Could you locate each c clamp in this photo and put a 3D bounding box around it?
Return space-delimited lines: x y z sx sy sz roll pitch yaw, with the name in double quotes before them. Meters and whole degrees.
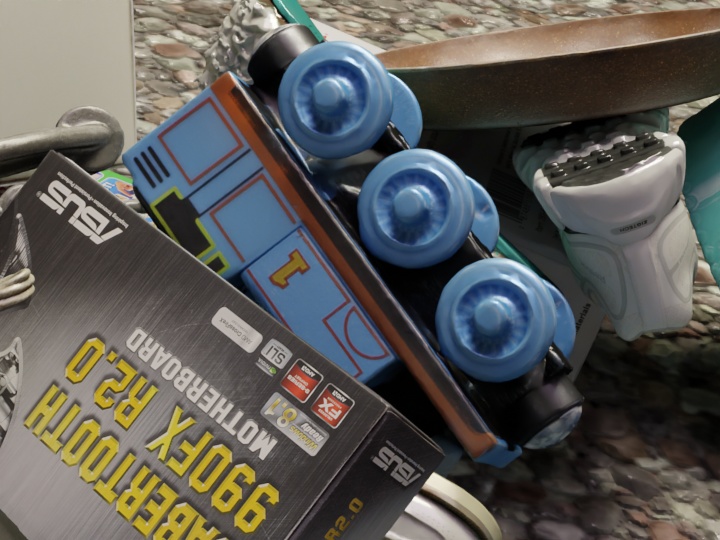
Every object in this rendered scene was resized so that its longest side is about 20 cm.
"c clamp" -0.153 -0.034 0.862 0.170 0.027 0.200 -15 -5 -18

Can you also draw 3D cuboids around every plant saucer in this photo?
"plant saucer" 0.094 -0.092 0.946 0.199 0.035 0.200 -7 9 1

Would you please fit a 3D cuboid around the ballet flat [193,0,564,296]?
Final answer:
"ballet flat" 0.004 -0.035 0.894 0.200 0.072 0.072 48 38 11

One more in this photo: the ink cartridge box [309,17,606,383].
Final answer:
"ink cartridge box" 0.026 -0.032 1.002 0.199 0.084 0.145 23 28 0

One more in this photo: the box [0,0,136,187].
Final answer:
"box" -0.206 -0.116 0.995 0.109 0.128 0.200 -10 15 -38

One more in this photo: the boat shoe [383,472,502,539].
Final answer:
"boat shoe" -0.047 0.100 0.780 0.199 0.075 0.068 10 48 24

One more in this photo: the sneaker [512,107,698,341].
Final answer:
"sneaker" 0.112 -0.025 0.904 0.075 0.081 0.200 -18 11 9

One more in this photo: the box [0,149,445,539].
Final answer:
"box" -0.091 0.069 0.732 0.200 0.159 0.048 36 -4 38

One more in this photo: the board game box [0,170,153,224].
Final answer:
"board game box" -0.156 0.002 0.962 0.134 0.029 0.200 22 29 17

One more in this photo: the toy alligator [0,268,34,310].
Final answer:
"toy alligator" -0.191 0.066 0.735 0.200 0.054 0.059 -26 9 9

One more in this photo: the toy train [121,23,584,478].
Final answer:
"toy train" 0.000 0.000 0.810 0.200 0.114 0.087 54 8 12

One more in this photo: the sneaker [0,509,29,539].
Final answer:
"sneaker" -0.047 0.111 0.596 0.115 0.200 0.075 -25 31 13

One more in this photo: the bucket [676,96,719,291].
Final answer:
"bucket" 0.248 -0.022 0.958 0.207 0.135 0.208 43 30 -33
